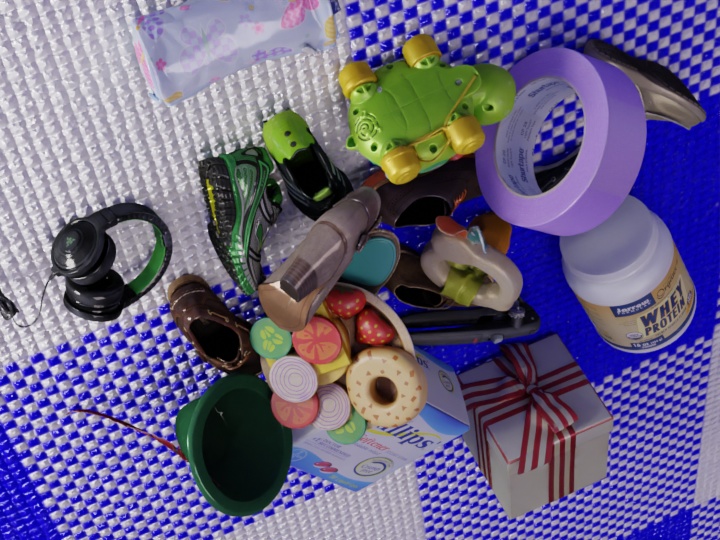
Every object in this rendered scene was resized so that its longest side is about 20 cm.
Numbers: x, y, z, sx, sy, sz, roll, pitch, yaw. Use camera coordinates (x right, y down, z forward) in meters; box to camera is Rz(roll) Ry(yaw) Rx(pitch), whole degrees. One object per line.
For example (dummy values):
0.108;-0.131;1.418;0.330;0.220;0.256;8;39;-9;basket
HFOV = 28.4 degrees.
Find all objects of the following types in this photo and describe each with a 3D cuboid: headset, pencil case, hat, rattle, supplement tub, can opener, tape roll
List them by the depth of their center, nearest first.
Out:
-0.121;-0.230;1.376;0.199;0.083;0.091;-20;117;-9;pencil case
-0.301;-0.004;1.533;0.200;0.094;0.124;-30;138;-23;headset
0.218;-0.142;1.576;0.066;0.200;0.200;13;125;-38;tape roll
0.142;-0.049;1.653;0.143;0.130;0.200;-48;146;-17;rattle
-0.207;0.201;1.749;0.166;0.176;0.200;-49;123;-38;hat
0.345;0.004;1.845;0.144;0.145;0.200;-34;140;5;supplement tub
0.144;0.074;1.863;0.199;0.063;0.079;-6;135;-26;can opener

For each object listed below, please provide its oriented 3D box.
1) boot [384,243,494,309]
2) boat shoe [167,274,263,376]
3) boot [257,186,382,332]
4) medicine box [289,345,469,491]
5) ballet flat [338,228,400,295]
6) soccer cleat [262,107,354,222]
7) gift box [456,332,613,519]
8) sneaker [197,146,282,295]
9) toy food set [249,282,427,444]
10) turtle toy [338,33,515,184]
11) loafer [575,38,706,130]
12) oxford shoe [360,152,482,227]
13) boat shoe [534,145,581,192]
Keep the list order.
0.100;0.026;1.779;0.200;0.076;0.074;13;123;-40;boot
-0.165;0.084;1.688;0.070;0.070;0.200;-36;141;5;boat shoe
-0.038;-0.014;1.581;0.146;0.070;0.200;-47;180;-19;boot
0.005;0.180;1.832;0.200;0.103;0.182;-32;142;24;medicine box
0.000;0.000;1.696;0.070;0.065;0.200;18;138;-8;ballet flat
-0.050;-0.095;1.558;0.067;0.081;0.200;-31;142;3;soccer cleat
0.231;0.222;1.975;0.200;0.185;0.187;-25;142;-15;gift box
-0.120;-0.051;1.568;0.085;0.078;0.200;-21;141;-17;sneaker
-0.030;0.110;1.685;0.198;0.049;0.200;-21;103;21;toy food set
0.075;-0.169;1.527;0.200;0.146;0.101;-24;161;-6;turtle toy
0.323;-0.209;1.672;0.200;0.076;0.068;21;121;-32;loafer
0.095;-0.084;1.652;0.200;0.073;0.071;-16;137;-31;oxford shoe
0.267;-0.106;1.744;0.199;0.066;0.075;-18;138;-13;boat shoe
